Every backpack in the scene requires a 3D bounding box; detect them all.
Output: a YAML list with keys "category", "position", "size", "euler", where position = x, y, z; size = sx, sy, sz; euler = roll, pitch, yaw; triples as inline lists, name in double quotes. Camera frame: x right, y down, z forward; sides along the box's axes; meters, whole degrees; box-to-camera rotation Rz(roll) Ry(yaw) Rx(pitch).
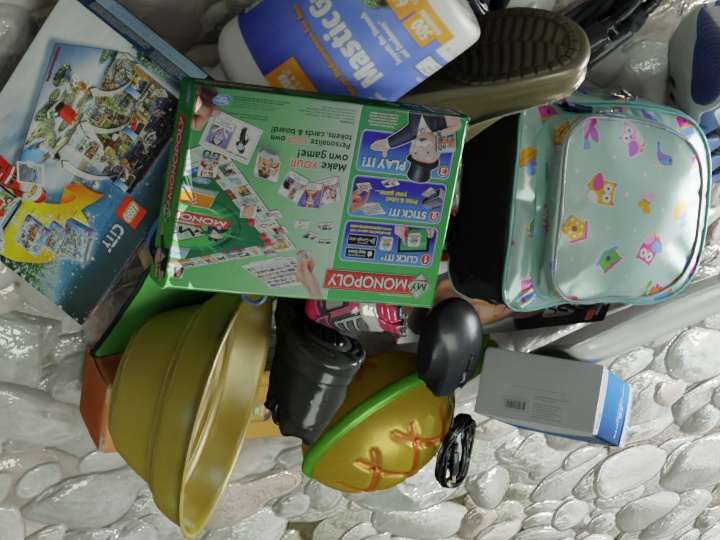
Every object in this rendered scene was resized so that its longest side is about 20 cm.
- category: "backpack"
  position: [0.182, -0.055, 1.499]
  size: [0.199, 0.153, 0.177]
  euler: [-3, 99, -37]

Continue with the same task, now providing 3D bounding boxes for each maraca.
- category: "maraca"
  position: [0.033, 0.117, 1.662]
  size: [0.199, 0.107, 0.137]
  euler: [-36, 165, 3]

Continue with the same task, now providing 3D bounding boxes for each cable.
- category: "cable"
  position: [0.161, -0.225, 1.401]
  size: [0.200, 0.051, 0.163]
  euler: [-37, 135, 20]

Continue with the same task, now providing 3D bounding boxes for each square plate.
- category: "square plate"
  position: [0.250, 0.041, 1.666]
  size: [0.199, 0.029, 0.198]
  euler: [-22, 177, -7]

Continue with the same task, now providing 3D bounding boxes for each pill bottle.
- category: "pill bottle"
  position: [-0.027, -0.148, 1.327]
  size: [0.199, 0.112, 0.112]
  euler: [-35, 140, 12]

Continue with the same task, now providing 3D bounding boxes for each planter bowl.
- category: "planter bowl"
  position: [-0.136, 0.093, 1.456]
  size: [0.083, 0.201, 0.201]
  euler: [15, 137, 8]

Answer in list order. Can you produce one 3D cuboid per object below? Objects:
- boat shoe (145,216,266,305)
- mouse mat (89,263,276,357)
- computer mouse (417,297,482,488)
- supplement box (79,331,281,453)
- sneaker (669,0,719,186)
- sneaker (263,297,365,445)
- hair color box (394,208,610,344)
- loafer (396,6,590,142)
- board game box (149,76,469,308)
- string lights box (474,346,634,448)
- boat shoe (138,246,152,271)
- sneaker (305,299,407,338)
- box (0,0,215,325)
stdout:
- category: "boat shoe"
  position: [-0.050, -0.026, 1.340]
  size: [0.199, 0.069, 0.084]
  euler: [-13, 147, -32]
- category: "mouse mat"
  position: [-0.112, 0.014, 1.475]
  size: [0.160, 0.008, 0.200]
  euler: [-14, 162, -29]
- category: "computer mouse"
  position: [0.080, 0.106, 1.599]
  size: [0.059, 0.034, 0.201]
  euler: [-36, 138, -32]
- category: "supplement box"
  position: [-0.123, 0.097, 1.578]
  size: [0.198, 0.069, 0.067]
  euler: [-2, 120, -23]
- category: "sneaker"
  position: [0.309, -0.146, 1.548]
  size: [0.114, 0.081, 0.200]
  euler: [-19, 148, -14]
- category: "sneaker"
  position: [-0.043, 0.072, 1.491]
  size: [0.075, 0.200, 0.091]
  euler: [20, 102, -2]
- category: "hair color box"
  position: [0.121, -0.002, 1.612]
  size: [0.198, 0.061, 0.102]
  euler: [-5, 138, -22]
- category: "loafer"
  position: [0.078, -0.133, 1.391]
  size: [0.199, 0.077, 0.068]
  euler: [-7, 142, 30]
- category: "board game box"
  position: [-0.032, -0.049, 1.279]
  size: [0.199, 0.029, 0.136]
  euler: [5, 105, -27]
- category: "string lights box"
  position: [0.170, 0.112, 1.672]
  size: [0.102, 0.059, 0.200]
  euler: [9, 174, 16]
- category: "boat shoe"
  position: [-0.078, -0.053, 1.437]
  size: [0.199, 0.065, 0.071]
  euler: [-25, 163, 5]
- category: "sneaker"
  position: [0.000, 0.000, 1.481]
  size: [0.074, 0.200, 0.081]
  euler: [1, 97, 2]
- category: "box"
  position: [-0.188, -0.078, 1.316]
  size: [0.136, 0.038, 0.200]
  euler: [38, 119, -2]
